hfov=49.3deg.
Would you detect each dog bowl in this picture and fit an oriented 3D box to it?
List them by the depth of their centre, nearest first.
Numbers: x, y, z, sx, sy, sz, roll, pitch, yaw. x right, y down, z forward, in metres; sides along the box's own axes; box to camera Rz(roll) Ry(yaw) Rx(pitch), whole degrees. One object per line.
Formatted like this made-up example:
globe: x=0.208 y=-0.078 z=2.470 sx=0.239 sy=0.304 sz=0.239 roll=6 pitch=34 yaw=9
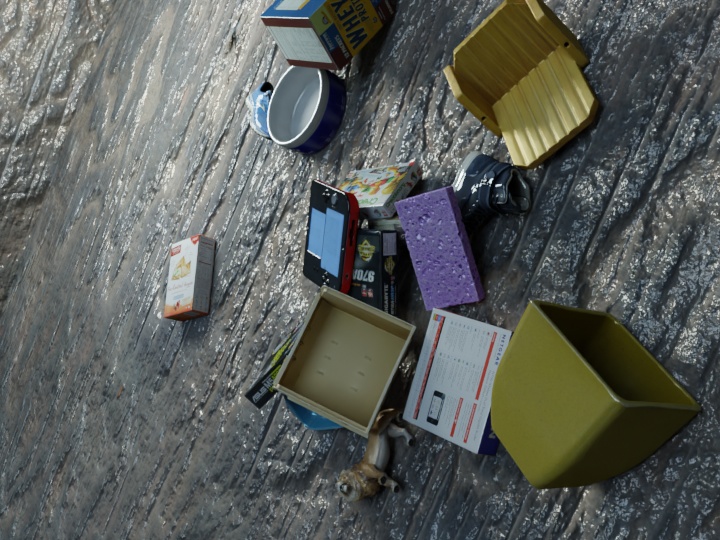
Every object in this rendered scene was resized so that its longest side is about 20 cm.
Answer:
dog bowl: x=-0.125 y=-0.373 z=1.800 sx=0.198 sy=0.078 sz=0.204 roll=-18 pitch=64 yaw=42

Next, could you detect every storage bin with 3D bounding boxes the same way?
storage bin: x=-0.030 y=0.160 z=1.394 sx=0.196 sy=0.094 sz=0.203 roll=23 pitch=75 yaw=10

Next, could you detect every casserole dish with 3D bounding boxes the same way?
casserole dish: x=-0.081 y=0.248 z=1.519 sx=0.199 sy=0.039 sz=0.122 roll=-22 pitch=103 yaw=54

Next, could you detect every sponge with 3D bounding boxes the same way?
sponge: x=0.136 y=-0.035 z=1.351 sx=0.110 sy=0.030 sz=0.204 roll=-11 pitch=100 yaw=38

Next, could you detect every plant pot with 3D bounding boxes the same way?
plant pot: x=0.292 y=0.188 z=1.072 sx=0.202 sy=0.193 sz=0.195 roll=-59 pitch=43 yaw=24

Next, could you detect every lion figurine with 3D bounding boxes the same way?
lion figurine: x=0.030 y=0.324 z=1.410 sx=0.122 sy=0.072 sz=0.203 roll=4 pitch=66 yaw=56

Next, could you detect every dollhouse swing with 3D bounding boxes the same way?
dollhouse swing: x=0.263 y=-0.305 z=1.293 sx=0.199 sy=0.181 sz=0.178 roll=-38 pitch=31 yaw=32

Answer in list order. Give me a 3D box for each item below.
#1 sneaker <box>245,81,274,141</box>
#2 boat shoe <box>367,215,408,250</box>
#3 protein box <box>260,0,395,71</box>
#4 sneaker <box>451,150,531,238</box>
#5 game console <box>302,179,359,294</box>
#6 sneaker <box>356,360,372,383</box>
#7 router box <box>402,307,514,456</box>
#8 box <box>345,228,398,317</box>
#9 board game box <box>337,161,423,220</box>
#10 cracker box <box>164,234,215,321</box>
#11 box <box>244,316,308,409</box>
sneaker: x=-0.225 y=-0.392 z=1.918 sx=0.089 sy=0.078 sz=0.202 roll=-48 pitch=47 yaw=29
boat shoe: x=0.083 y=-0.070 z=1.478 sx=0.198 sy=0.071 sz=0.066 roll=8 pitch=100 yaw=50
protein box: x=-0.072 y=-0.558 z=1.707 sx=0.199 sy=0.136 sz=0.199 roll=-49 pitch=39 yaw=-16
sneaker: x=0.206 y=-0.095 z=1.341 sx=0.146 sy=0.076 sz=0.205 roll=30 pitch=100 yaw=50
game console: x=-0.064 y=-0.065 z=1.533 sx=0.176 sy=0.031 sz=0.204 roll=27 pitch=114 yaw=53
sneaker: x=-0.029 y=0.165 z=1.526 sx=0.198 sy=0.069 sz=0.101 roll=5 pitch=73 yaw=46
router box: x=0.170 y=0.182 z=1.306 sx=0.178 sy=0.048 sz=0.204 roll=16 pitch=89 yaw=49
box: x=0.000 y=0.000 z=1.510 sx=0.199 sy=0.045 sz=0.162 roll=9 pitch=101 yaw=56
board game box: x=0.019 y=-0.153 z=1.551 sx=0.198 sy=0.035 sz=0.127 roll=-1 pitch=45 yaw=49
cracker box: x=-0.443 y=0.020 z=2.032 sx=0.133 sy=0.057 sz=0.204 roll=-15 pitch=66 yaw=44
box: x=-0.138 y=0.166 z=1.566 sx=0.160 sy=0.044 sz=0.200 roll=-44 pitch=7 yaw=29
